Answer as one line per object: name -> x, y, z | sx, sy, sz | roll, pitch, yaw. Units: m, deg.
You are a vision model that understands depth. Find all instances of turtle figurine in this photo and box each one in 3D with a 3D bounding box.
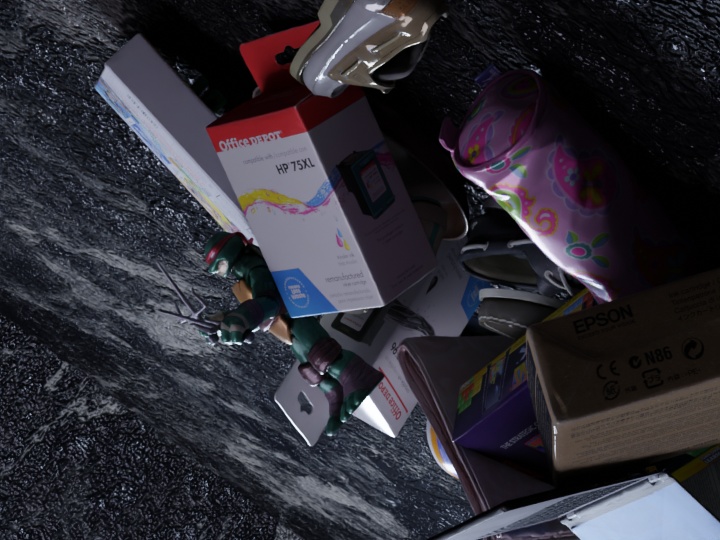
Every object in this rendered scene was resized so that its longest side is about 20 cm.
turtle figurine -> -0.074, 0.037, 1.693 | 0.200, 0.101, 0.150 | 42, 178, 3

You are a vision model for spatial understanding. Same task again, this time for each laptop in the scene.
laptop -> 0.169, 0.214, 1.552 | 0.187, 0.198, 0.117 | 138, 119, -65

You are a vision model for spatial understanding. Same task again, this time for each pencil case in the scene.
pencil case -> 0.140, -0.047, 1.442 | 0.200, 0.088, 0.087 | 41, 164, -33

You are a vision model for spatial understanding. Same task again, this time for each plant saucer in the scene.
plant saucer -> 0.006, -0.094, 1.699 | 0.199, 0.032, 0.200 | 32, 165, 10

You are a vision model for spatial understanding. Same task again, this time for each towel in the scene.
towel -> 0.140, 0.133, 1.750 | 0.199, 0.032, 0.192 | 1, -127, -39

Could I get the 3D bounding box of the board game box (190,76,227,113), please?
board game box -> -0.058, -0.061, 1.864 | 0.200, 0.026, 0.200 | 43, 172, 28

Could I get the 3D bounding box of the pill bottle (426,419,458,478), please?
pill bottle -> 0.158, 0.154, 2.010 | 0.112, 0.113, 0.199 | 41, 163, -29

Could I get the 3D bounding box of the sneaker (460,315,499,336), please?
sneaker -> 0.152, 0.093, 1.912 | 0.199, 0.074, 0.081 | 17, 154, 42

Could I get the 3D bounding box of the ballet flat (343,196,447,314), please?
ballet flat -> 0.000, 0.000, 1.707 | 0.069, 0.070, 0.200 | 37, 148, -16

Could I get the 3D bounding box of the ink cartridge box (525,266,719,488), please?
ink cartridge box -> 0.213, 0.066, 1.447 | 0.165, 0.198, 0.076 | 77, 176, -70

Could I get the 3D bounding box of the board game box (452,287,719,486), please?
board game box -> 0.188, 0.100, 1.632 | 0.164, 0.057, 0.200 | 23, 145, -18

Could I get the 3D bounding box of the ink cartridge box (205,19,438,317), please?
ink cartridge box -> -0.036, -0.072, 1.597 | 0.116, 0.067, 0.201 | -9, 110, 51

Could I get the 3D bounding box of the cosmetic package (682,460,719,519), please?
cosmetic package -> 0.220, 0.190, 1.840 | 0.198, 0.104, 0.073 | 15, 135, -26

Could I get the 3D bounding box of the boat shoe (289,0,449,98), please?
boat shoe -> 0.006, -0.150, 1.432 | 0.068, 0.075, 0.200 | 39, 165, 1

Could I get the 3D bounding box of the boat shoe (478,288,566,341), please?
boat shoe -> 0.179, 0.067, 1.691 | 0.200, 0.061, 0.072 | 21, 172, -13

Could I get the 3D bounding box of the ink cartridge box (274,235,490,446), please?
ink cartridge box -> 0.020, 0.057, 1.813 | 0.067, 0.201, 0.116 | 26, 164, 27

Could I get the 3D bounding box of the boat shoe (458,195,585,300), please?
boat shoe -> 0.149, -0.006, 1.608 | 0.076, 0.061, 0.199 | 42, 164, -29

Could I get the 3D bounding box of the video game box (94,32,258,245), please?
video game box -> -0.137, -0.101, 1.814 | 0.200, 0.047, 0.182 | 48, 170, -7
